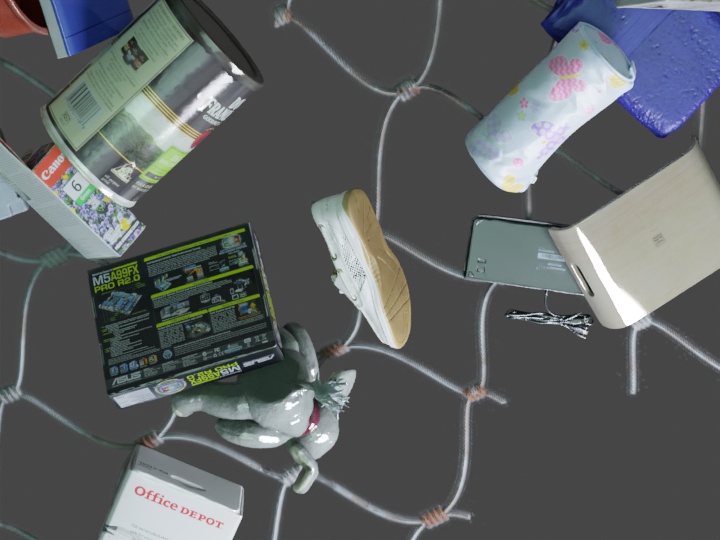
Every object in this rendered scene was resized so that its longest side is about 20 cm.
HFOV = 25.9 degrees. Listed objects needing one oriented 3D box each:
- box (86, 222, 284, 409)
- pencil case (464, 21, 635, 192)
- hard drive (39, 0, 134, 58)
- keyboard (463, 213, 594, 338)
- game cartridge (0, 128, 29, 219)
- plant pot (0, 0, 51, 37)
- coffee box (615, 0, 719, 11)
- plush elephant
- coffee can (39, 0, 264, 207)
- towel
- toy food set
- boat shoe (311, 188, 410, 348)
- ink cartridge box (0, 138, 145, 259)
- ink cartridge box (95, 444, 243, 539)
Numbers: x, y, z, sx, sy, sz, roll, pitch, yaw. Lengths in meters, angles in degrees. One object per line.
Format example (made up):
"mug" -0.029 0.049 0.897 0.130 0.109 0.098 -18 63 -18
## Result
"box" -0.197 0.050 1.754 0.197 0.044 0.162 -17 62 3
"pencil case" 0.205 -0.175 1.705 0.091 0.083 0.200 48 116 6
"hard drive" -0.306 -0.338 1.647 0.025 0.132 0.202 -7 108 27
"keyboard" 0.217 0.008 1.816 0.197 0.021 0.129 8 99 -3
"game cartridge" -0.465 -0.141 1.746 0.131 0.042 0.202 -16 106 7
"plant pot" -0.439 -0.315 1.626 0.193 0.201 0.203 -15 106 11
"coffee box" 0.362 -0.331 1.636 0.198 0.079 0.115 -5 96 -34
"plush elephant" -0.085 0.156 1.793 0.198 0.166 0.156 18 149 26
"coffee can" -0.223 -0.188 1.682 0.200 0.147 0.147 -41 103 10
"towel" 0.314 -0.262 1.730 0.200 0.050 0.148 42 104 -10
"toy food set" 0.328 -0.043 1.781 0.199 0.060 0.144 -33 112 0
"boat shoe" 0.000 0.000 1.788 0.069 0.071 0.202 -8 116 28
"ink cartridge box" -0.335 -0.097 1.707 0.200 0.109 0.051 47 68 -21
"ink cartridge box" -0.240 0.329 1.859 0.143 0.084 0.202 23 105 -8
